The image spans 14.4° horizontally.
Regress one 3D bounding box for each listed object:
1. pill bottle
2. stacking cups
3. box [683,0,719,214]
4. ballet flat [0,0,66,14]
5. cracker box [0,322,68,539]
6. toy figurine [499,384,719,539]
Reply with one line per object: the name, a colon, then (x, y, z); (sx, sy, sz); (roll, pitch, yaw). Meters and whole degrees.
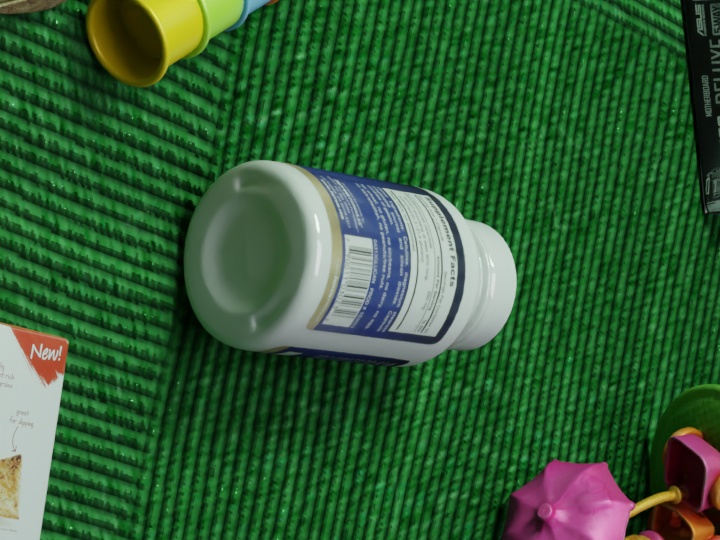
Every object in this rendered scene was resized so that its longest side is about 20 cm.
pill bottle: (0.000, 0.000, 1.698); (0.200, 0.111, 0.111); (9, 84, -48)
stacking cups: (-0.074, -0.175, 1.653); (0.200, 0.060, 0.061); (-39, 118, -42)
box: (0.305, -0.152, 2.073); (0.158, 0.050, 0.200); (-17, 103, -47)
ballet flat: (-0.185, -0.168, 1.526); (0.200, 0.065, 0.071); (-25, 110, -45)
cracker box: (-0.231, 0.121, 1.486); (0.134, 0.058, 0.200); (15, 79, -47)
toy figurine: (0.173, 0.186, 1.907); (0.184, 0.150, 0.200); (-10, 123, -34)
